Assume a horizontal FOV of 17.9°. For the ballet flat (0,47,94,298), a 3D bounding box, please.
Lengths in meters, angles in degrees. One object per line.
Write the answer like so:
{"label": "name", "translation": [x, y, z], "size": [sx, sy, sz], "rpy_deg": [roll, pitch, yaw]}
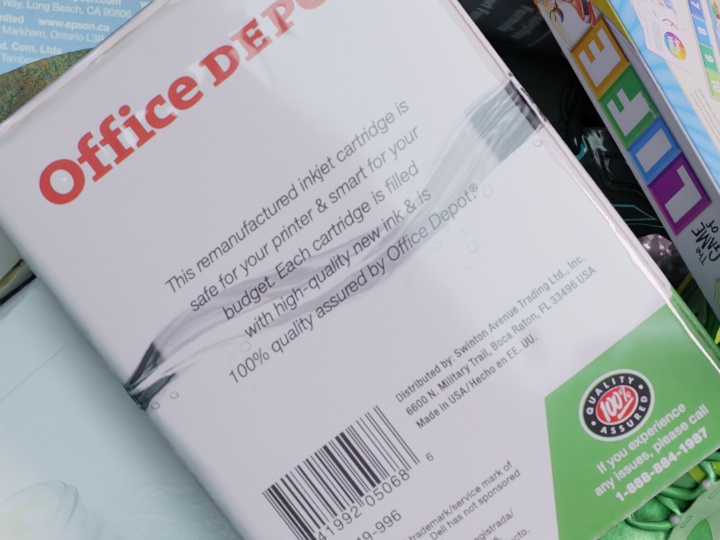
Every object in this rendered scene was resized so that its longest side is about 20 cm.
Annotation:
{"label": "ballet flat", "translation": [-0.146, -0.009, 0.750], "size": [0.199, 0.071, 0.071], "rpy_deg": [-21, 90, 13]}

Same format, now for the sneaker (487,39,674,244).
{"label": "sneaker", "translation": [0.105, -0.043, 0.743], "size": [0.198, 0.079, 0.076], "rpy_deg": [18, 54, -5]}

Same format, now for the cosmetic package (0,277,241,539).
{"label": "cosmetic package", "translation": [-0.116, 0.141, 0.749], "size": [0.199, 0.123, 0.200], "rpy_deg": [-41, 92, -9]}

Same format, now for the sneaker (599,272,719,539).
{"label": "sneaker", "translation": [0.116, 0.055, 0.806], "size": [0.074, 0.084, 0.201], "rpy_deg": [33, 81, -3]}

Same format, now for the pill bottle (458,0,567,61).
{"label": "pill bottle", "translation": [0.095, -0.123, 0.789], "size": [0.199, 0.116, 0.117], "rpy_deg": [16, 85, -18]}

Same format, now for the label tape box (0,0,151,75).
{"label": "label tape box", "translation": [-0.086, -0.148, 0.798], "size": [0.143, 0.063, 0.202], "rpy_deg": [5, 86, -8]}

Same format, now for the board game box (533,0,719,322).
{"label": "board game box", "translation": [0.129, -0.076, 0.690], "size": [0.134, 0.034, 0.201], "rpy_deg": [-22, 77, -26]}

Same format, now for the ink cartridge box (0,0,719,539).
{"label": "ink cartridge box", "translation": [0.000, 0.000, 0.684], "size": [0.146, 0.083, 0.201], "rpy_deg": [-36, 97, 5]}
